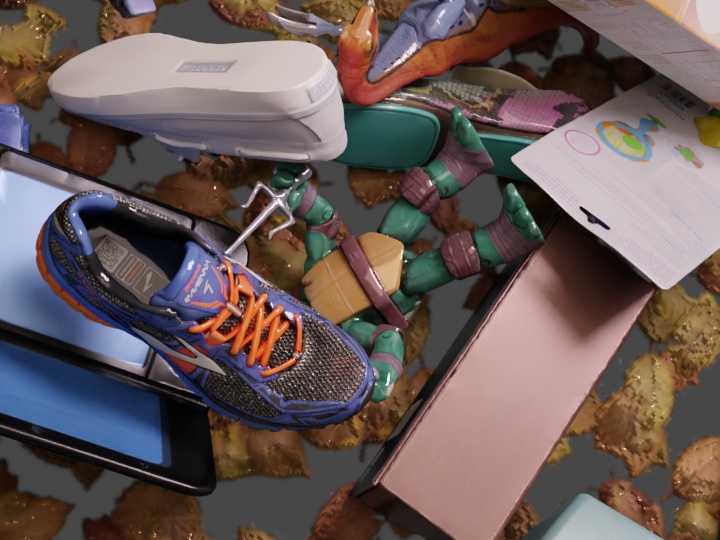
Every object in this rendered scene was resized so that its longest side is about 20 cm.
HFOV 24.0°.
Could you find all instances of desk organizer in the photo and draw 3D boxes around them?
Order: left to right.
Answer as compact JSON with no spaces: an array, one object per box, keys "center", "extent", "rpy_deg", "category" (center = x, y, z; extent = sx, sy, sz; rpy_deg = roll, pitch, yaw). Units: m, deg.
[{"center":[0.085,0.071,0.994],"extent":[0.077,0.072,0.200],"rpy_deg":[36,72,-1],"category":"desk organizer"}]

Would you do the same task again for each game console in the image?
[{"center":[-0.160,0.018,0.927],"extent":[0.199,0.116,0.177],"rpy_deg":[21,72,-15],"category":"game console"}]

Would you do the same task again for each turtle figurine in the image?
[{"center":[0.000,0.000,0.980],"extent":[0.199,0.101,0.150],"rpy_deg":[-34,78,2],"category":"turtle figurine"}]

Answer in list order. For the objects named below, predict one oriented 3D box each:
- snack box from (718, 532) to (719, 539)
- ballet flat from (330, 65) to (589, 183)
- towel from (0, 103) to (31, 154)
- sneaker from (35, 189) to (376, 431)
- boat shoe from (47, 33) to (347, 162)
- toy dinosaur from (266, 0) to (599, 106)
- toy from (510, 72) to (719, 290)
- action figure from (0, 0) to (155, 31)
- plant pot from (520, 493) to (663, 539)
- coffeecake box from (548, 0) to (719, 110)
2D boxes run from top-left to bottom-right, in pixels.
[{"center":[0.290,0.102,1.036],"extent":[0.116,0.037,0.201],"rpy_deg":[15,73,-6],"category":"snack box"},{"center":[0.050,-0.097,1.042],"extent":[0.199,0.069,0.072],"rpy_deg":[6,56,-12],"category":"ballet flat"},{"center":[-0.272,-0.007,0.978],"extent":[0.144,0.024,0.201],"rpy_deg":[5,74,-7],"category":"towel"},{"center":[-0.083,0.022,0.884],"extent":[0.199,0.078,0.076],"rpy_deg":[27,73,0],"category":"sneaker"},{"center":[-0.094,-0.095,0.984],"extent":[0.199,0.069,0.072],"rpy_deg":[1,38,28],"category":"boat shoe"},{"center":[0.052,-0.149,0.999],"extent":[0.199,0.105,0.182],"rpy_deg":[25,50,-4],"category":"toy dinosaur"},{"center":[0.175,-0.048,1.015],"extent":[0.115,0.047,0.200],"rpy_deg":[41,42,16],"category":"toy"},{"center":[-0.203,-0.208,0.956],"extent":[0.104,0.193,0.201],"rpy_deg":[-13,68,-43],"category":"action figure"},{"center":[0.104,0.235,0.919],"extent":[0.141,0.141,0.201],"rpy_deg":[30,65,-1],"category":"plant pot"},{"center":[0.204,-0.198,0.990],"extent":[0.199,0.073,0.154],"rpy_deg":[25,79,-35],"category":"coffeecake box"}]
